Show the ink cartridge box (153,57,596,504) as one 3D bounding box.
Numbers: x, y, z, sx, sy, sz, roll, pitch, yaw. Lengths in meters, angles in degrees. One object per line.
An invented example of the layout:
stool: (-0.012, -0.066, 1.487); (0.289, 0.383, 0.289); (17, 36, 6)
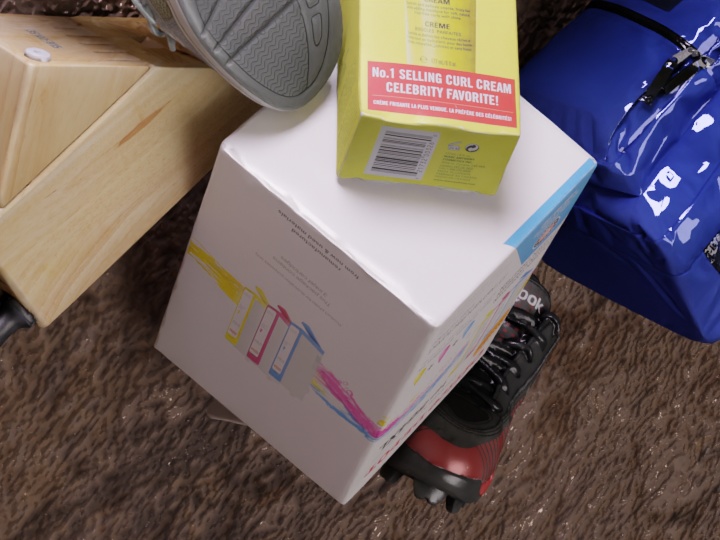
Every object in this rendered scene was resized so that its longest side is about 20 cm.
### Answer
ink cartridge box: (0.000, 0.000, 1.112); (0.129, 0.125, 0.200); (-44, 168, -32)

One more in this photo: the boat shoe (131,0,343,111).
boat shoe: (-0.081, -0.148, 0.983); (0.202, 0.065, 0.075); (46, 73, -30)

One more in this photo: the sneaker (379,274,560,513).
sneaker: (0.057, 0.050, 1.235); (0.098, 0.071, 0.201); (-60, -179, 24)

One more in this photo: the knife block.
knife block: (-0.143, -0.021, 1.042); (0.200, 0.064, 0.176); (-5, 119, -45)

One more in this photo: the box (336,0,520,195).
box: (0.028, -0.131, 1.049); (0.075, 0.201, 0.050); (7, 148, -10)

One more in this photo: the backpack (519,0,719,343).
backpack: (0.188, -0.089, 1.279); (0.200, 0.162, 0.168); (-45, 136, -14)
